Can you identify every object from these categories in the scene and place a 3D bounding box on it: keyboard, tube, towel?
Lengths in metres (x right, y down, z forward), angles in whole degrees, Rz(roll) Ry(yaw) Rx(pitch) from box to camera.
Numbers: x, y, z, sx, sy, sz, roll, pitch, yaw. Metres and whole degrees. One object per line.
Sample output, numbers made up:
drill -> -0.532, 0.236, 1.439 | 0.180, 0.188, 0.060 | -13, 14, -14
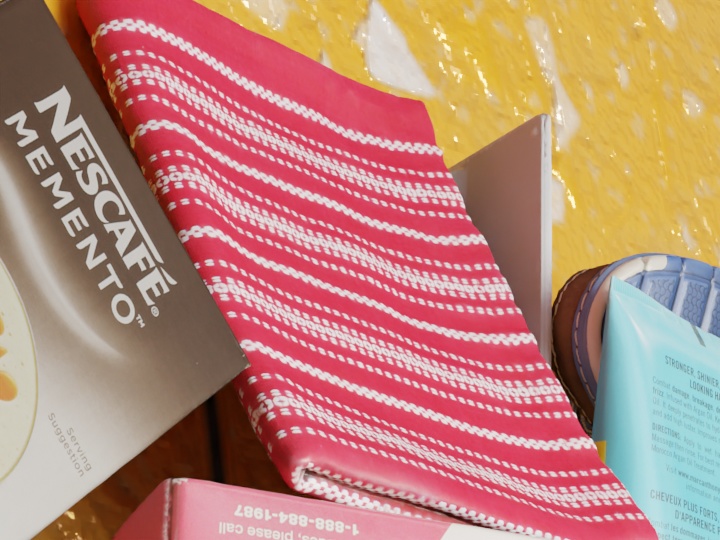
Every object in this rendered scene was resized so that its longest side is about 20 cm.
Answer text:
keyboard -> 0.038, 0.045, 0.838 | 0.011, 0.056, 0.200 | 29, 50, -37
tube -> 0.087, 0.108, 0.800 | 0.077, 0.050, 0.200 | 29, 63, -45
towel -> 0.000, 0.000, 0.780 | 0.145, 0.022, 0.200 | 22, 30, -40

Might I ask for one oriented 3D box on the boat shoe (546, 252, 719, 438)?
boat shoe -> 0.108, 0.051, 0.904 | 0.200, 0.072, 0.072 | 39, 68, -46

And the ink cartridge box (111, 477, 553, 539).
ink cartridge box -> 0.004, 0.165, 0.671 | 0.146, 0.083, 0.200 | 12, 59, -18

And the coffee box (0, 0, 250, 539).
coffee box -> -0.129, 0.025, 0.625 | 0.114, 0.080, 0.200 | 61, 37, -8
